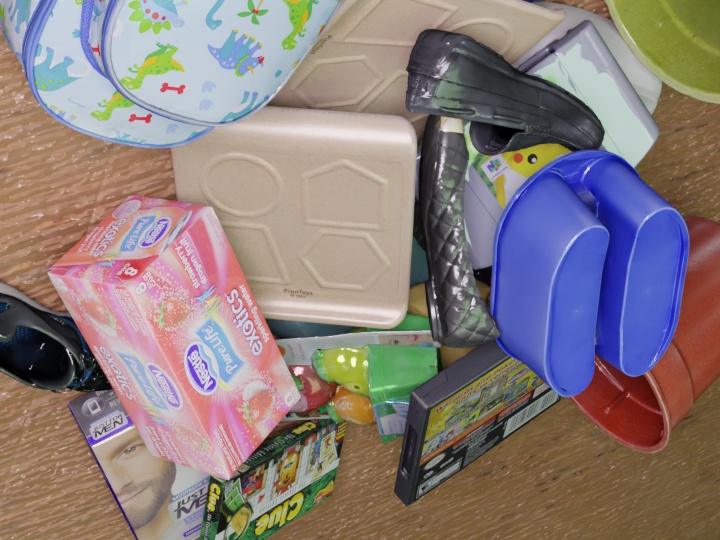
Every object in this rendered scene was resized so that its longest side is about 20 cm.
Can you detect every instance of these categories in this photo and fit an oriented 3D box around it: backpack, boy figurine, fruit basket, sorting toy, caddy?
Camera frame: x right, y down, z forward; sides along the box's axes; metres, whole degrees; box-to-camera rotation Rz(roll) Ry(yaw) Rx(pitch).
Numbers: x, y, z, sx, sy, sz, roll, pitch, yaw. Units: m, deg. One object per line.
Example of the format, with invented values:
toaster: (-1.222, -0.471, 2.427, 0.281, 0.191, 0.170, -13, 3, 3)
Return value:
backpack: (-0.125, -0.175, 0.819, 0.183, 0.147, 0.200, 17, 118, -43)
boy figurine: (0.104, 0.050, 1.238, 0.200, 0.064, 0.124, 0, 120, -53)
fruit basket: (-0.022, 0.105, 1.159, 0.200, 0.094, 0.185, -9, 151, 2)
sorting toy: (-0.051, -0.044, 1.018, 0.185, 0.036, 0.200, 5, 131, 4)
caddy: (0.177, 0.002, 1.034, 0.141, 0.105, 0.200, -13, 124, -20)
sorting toy: (0.031, -0.167, 0.988, 0.200, 0.037, 0.185, 3, 152, -38)

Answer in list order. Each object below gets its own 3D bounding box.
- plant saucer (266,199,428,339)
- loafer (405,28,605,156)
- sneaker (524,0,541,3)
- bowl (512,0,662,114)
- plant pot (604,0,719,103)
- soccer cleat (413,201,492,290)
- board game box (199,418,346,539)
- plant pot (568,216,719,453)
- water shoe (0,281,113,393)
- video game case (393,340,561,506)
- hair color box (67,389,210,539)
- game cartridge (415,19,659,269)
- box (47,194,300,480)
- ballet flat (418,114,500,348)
plant saucer: (0.000, 0.000, 1.168, 0.200, 0.036, 0.200, -21, 137, -21)
loafer: (0.109, -0.119, 0.975, 0.200, 0.068, 0.070, 18, 94, -41)
sneaker: (0.112, -0.228, 1.000, 0.075, 0.088, 0.200, -15, 136, -29)
bowl: (0.178, -0.130, 1.156, 0.200, 0.075, 0.200, 6, 122, -42)
plant pot: (0.337, -0.271, 1.080, 0.190, 0.200, 0.200, -34, 142, -27)
soccer cleat: (0.122, -0.025, 1.165, 0.200, 0.068, 0.073, 33, 60, -31)
board game box: (-0.082, 0.207, 1.239, 0.200, 0.023, 0.105, -24, 134, -53)
plant pot: (0.319, 0.055, 1.362, 0.195, 0.201, 0.201, -35, 141, -18)
water shoe: (-0.238, 0.072, 1.015, 0.072, 0.079, 0.200, -50, 140, 13)
video game case: (0.120, 0.113, 1.162, 0.200, 0.026, 0.181, -30, 151, -24)
hair color box: (-0.179, 0.172, 1.170, 0.109, 0.065, 0.200, -28, 138, -14)
game cartridge: (0.143, -0.096, 1.067, 0.200, 0.040, 0.133, -37, 113, 4)
box: (-0.140, 0.052, 0.998, 0.103, 0.095, 0.200, -47, 131, -34)
ballet flat: (0.077, -0.037, 1.017, 0.057, 0.066, 0.200, -5, 102, -3)
